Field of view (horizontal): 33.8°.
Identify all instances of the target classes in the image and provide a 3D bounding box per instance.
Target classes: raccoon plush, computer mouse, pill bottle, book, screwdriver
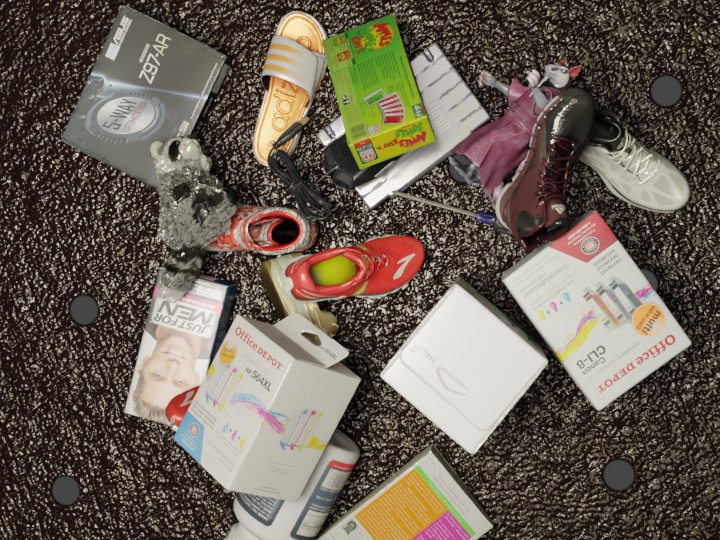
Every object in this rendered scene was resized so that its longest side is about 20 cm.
[{"bbox_3d":[-0.245,-0.078,1.523,0.201,0.096,0.134,-56,46,16],"label":"raccoon plush"},{"bbox_3d":[-0.022,-0.160,1.528,0.200,0.046,0.140,-42,64,-3],"label":"computer mouse"},{"bbox_3d":[-0.096,0.294,1.543,0.119,0.120,0.201,29,95,5],"label":"pill bottle"},{"bbox_3d":[0.058,0.346,1.566,0.200,0.048,0.134,-39,90,7],"label":"book"},{"bbox_3d":[0.136,-0.076,1.546,0.198,0.029,0.028,15,91,3],"label":"screwdriver"}]

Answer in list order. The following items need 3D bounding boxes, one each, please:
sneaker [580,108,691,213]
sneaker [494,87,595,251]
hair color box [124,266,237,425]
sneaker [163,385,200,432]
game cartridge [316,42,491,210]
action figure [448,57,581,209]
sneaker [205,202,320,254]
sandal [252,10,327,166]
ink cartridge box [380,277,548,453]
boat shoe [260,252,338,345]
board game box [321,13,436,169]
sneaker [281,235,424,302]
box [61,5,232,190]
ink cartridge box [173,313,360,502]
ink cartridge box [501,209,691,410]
[{"bbox_3d":[0.329,-0.137,1.482,0.200,0.115,0.076,34,95,4],"label":"sneaker"},{"bbox_3d":[0.237,-0.107,1.406,0.075,0.116,0.201,11,123,-21],"label":"sneaker"},{"bbox_3d":[-0.239,0.103,1.582,0.099,0.061,0.202,14,94,6],"label":"hair color box"},{"bbox_3d":[-0.165,0.146,1.521,0.077,0.199,0.085,41,135,33],"label":"sneaker"},{"bbox_3d":[0.057,-0.186,1.553,0.199,0.038,0.130,-36,92,6],"label":"game cartridge"},{"bbox_3d":[0.205,-0.179,1.469,0.200,0.134,0.149,-42,111,7],"label":"action figure"},{"bbox_3d":[-0.157,-0.056,1.543,0.199,0.108,0.068,3,92,6],"label":"sneaker"},{"bbox_3d":[-0.095,-0.237,1.554,0.079,0.059,0.208,14,93,5],"label":"sandal"},{"bbox_3d":[0.130,0.112,1.471,0.146,0.200,0.146,40,95,3],"label":"ink cartridge box"},{"bbox_3d":[-0.064,0.071,1.556,0.066,0.074,0.201,-24,96,-17],"label":"boat shoe"},{"bbox_3d":[0.021,-0.228,1.491,0.101,0.048,0.201,-19,51,7],"label":"board game box"},{"bbox_3d":[0.000,0.000,1.508,0.199,0.085,0.078,-15,88,-22],"label":"sneaker"},{"bbox_3d":[-0.285,-0.228,1.583,0.159,0.044,0.201,27,95,4],"label":"box"},{"bbox_3d":[-0.108,0.155,1.435,0.128,0.125,0.201,32,97,43],"label":"ink cartridge box"},{"bbox_3d":[0.290,0.048,1.479,0.145,0.145,0.201,-37,89,6],"label":"ink cartridge box"}]
